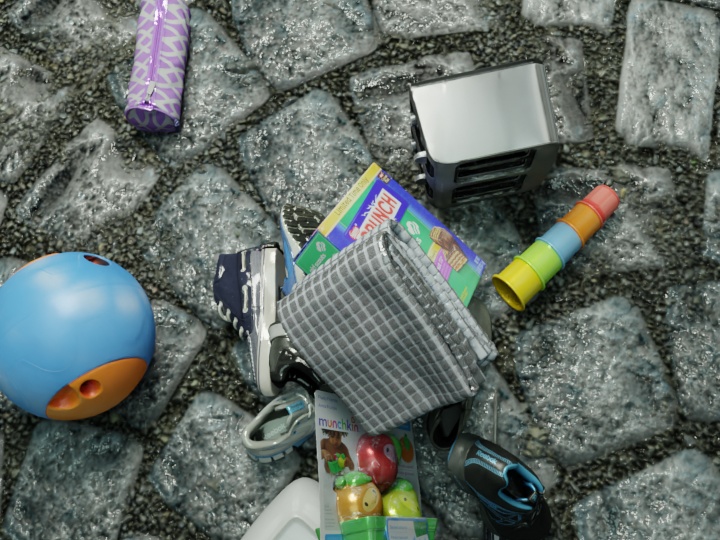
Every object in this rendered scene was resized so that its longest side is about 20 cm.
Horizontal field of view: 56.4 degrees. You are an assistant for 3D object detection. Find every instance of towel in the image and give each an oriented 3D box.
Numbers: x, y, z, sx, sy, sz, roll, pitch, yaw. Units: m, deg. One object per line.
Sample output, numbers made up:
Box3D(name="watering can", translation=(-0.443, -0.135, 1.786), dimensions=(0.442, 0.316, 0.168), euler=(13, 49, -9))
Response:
Box3D(name="towel", translation=(0.025, 0.071, 0.713), dimensions=(0.164, 0.086, 0.202), euler=(-33, 100, 29))

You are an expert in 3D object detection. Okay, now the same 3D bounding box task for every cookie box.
Box3D(name="cookie box", translation=(0.041, -0.009, 0.823), dimensions=(0.199, 0.075, 0.172), euler=(40, 43, -4))

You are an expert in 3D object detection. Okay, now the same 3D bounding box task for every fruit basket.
Box3D(name="fruit basket", translation=(0.021, 0.248, 0.768), dimensions=(0.092, 0.183, 0.206), euler=(-19, 61, 37))

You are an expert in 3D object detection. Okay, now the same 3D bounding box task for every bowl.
Box3D(name="bowl", translation=(-0.067, 0.379, 0.802), dimensions=(0.199, 0.075, 0.201), euler=(40, 80, 12))

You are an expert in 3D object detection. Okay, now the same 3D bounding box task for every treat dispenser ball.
Box3D(name="treat dispenser ball", translation=(-0.355, 0.080, 0.831), dimensions=(0.194, 0.201, 0.207), euler=(-1, 75, 4))

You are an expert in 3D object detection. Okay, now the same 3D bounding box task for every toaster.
Box3D(name="toaster", translation=(0.160, -0.174, 0.871), dimensions=(0.194, 0.181, 0.122), euler=(-11, 78, 2))

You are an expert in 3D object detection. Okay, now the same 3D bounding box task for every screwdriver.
Box3D(name="screwdriver", translation=(0.168, 0.253, 0.843), dimensions=(0.027, 0.029, 0.206), euler=(2, 73, 5))

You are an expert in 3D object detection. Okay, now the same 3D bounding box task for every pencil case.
Box3D(name="pencil case", translation=(-0.297, -0.304, 0.984), dimensions=(0.081, 0.086, 0.206), euler=(1, 75, 2))

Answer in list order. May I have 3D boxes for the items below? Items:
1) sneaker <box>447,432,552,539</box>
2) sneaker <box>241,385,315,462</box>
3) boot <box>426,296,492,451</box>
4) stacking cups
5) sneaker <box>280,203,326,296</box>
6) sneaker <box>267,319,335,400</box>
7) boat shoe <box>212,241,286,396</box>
Box3D(name="sneaker", translation=(0.174, 0.262, 0.761), dimensions=(0.081, 0.200, 0.074), euler=(7, 59, 50))
Box3D(name="sneaker", translation=(-0.064, 0.174, 0.846), dimensions=(0.198, 0.087, 0.076), euler=(-35, 73, -7))
Box3D(name="boot", translation=(0.127, 0.120, 0.822), dimensions=(0.066, 0.131, 0.205), euler=(13, 77, 7))
Box3D(name="stacking cups", translation=(0.262, -0.035, 0.895), dimensions=(0.199, 0.061, 0.061), euler=(-43, 77, -12))
Box3D(name="sneaker", translation=(-0.078, -0.004, 0.887), dimensions=(0.077, 0.090, 0.204), euler=(11, 45, -28))
Box3D(name="sneaker", translation=(-0.023, 0.123, 0.814), dimensions=(0.194, 0.067, 0.092), euler=(10, 56, -3))
Box3D(name="boat shoe", translation=(-0.148, 0.065, 0.894), dimensions=(0.090, 0.075, 0.206), euler=(-5, 69, 11))
